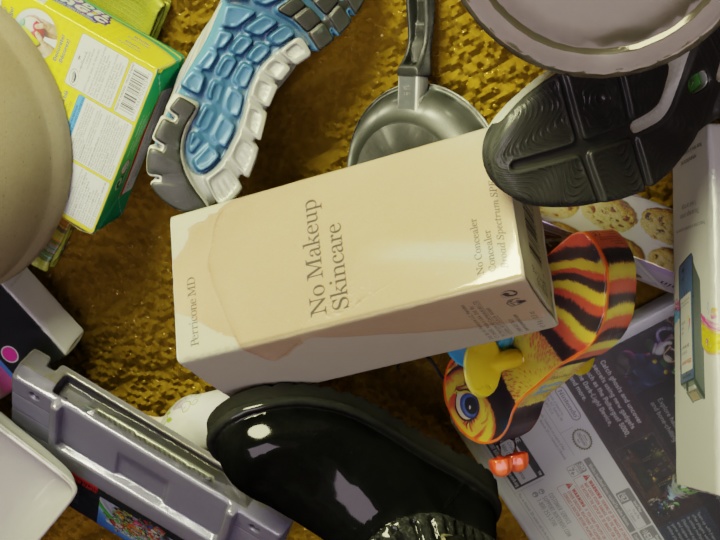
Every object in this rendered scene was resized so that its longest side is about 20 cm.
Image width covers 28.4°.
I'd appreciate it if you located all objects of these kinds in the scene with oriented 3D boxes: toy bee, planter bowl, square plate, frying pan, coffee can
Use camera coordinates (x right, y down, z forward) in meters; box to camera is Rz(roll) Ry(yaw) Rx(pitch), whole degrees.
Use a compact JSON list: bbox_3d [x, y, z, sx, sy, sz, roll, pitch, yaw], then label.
[{"bbox_3d":[0.095,0.061,0.855,0.200,0.130,0.110,-42,67,58],"label":"toy bee"},{"bbox_3d":[-0.282,-0.062,0.799,0.198,0.135,0.203,6,109,16],"label":"planter bowl"},{"bbox_3d":[-0.296,0.128,0.966,0.198,0.028,0.200,39,130,-1],"label":"square plate"},{"bbox_3d":[0.045,-0.086,0.833,0.114,0.031,0.192,31,120,26],"label":"frying pan"},{"bbox_3d":[0.118,-0.194,0.706,0.144,0.200,0.148,3,113,7],"label":"coffee can"}]

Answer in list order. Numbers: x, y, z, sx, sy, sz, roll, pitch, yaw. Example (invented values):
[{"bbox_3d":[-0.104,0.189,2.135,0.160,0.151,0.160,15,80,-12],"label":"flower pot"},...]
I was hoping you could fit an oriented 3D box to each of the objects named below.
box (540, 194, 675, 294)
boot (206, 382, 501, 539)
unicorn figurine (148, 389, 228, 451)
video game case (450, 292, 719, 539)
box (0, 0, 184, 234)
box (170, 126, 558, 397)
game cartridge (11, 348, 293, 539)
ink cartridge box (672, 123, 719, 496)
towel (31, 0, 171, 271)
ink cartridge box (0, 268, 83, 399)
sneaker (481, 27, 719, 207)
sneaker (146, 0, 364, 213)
[{"bbox_3d":[0.179,-0.015,0.853,0.198,0.039,0.042,22,76,-1],"label":"box"},{"bbox_3d":[0.009,0.160,0.796,0.209,0.159,0.080,23,128,-23],"label":"boot"},{"bbox_3d":[-0.066,0.094,0.923,0.199,0.074,0.138,-29,110,15],"label":"unicorn figurine"},{"bbox_3d":[0.185,0.131,0.931,0.181,0.023,0.201,-29,105,19],"label":"video game case"},{"bbox_3d":[-0.216,-0.122,0.855,0.199,0.048,0.118,30,113,5],"label":"box"},{"bbox_3d":[0.000,0.000,0.784,0.198,0.096,0.078,-16,155,16],"label":"box"},{"bbox_3d":[-0.141,0.142,0.931,0.199,0.039,0.130,29,140,7],"label":"game cartridge"},{"bbox_3d":[0.252,0.023,0.788,0.143,0.088,0.203,1,87,-2],"label":"ink cartridge box"},{"bbox_3d":[-0.194,-0.100,0.890,0.085,0.018,0.201,27,114,-5],"label":"towel"},{"bbox_3d":[-0.279,-0.005,0.924,0.094,0.037,0.201,-31,105,29],"label":"ink cartridge box"},{"bbox_3d":[0.128,-0.096,0.767,0.199,0.115,0.076,-28,112,-22],"label":"sneaker"},{"bbox_3d":[-0.067,-0.131,0.832,0.075,0.087,0.201,34,90,-18],"label":"sneaker"}]
